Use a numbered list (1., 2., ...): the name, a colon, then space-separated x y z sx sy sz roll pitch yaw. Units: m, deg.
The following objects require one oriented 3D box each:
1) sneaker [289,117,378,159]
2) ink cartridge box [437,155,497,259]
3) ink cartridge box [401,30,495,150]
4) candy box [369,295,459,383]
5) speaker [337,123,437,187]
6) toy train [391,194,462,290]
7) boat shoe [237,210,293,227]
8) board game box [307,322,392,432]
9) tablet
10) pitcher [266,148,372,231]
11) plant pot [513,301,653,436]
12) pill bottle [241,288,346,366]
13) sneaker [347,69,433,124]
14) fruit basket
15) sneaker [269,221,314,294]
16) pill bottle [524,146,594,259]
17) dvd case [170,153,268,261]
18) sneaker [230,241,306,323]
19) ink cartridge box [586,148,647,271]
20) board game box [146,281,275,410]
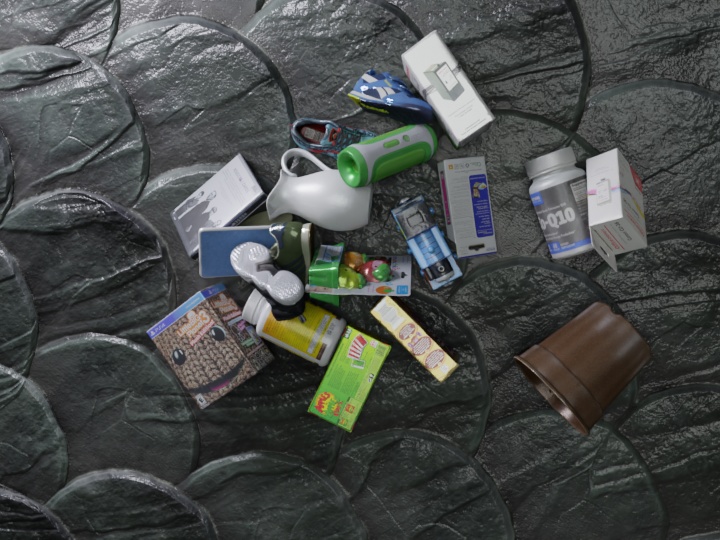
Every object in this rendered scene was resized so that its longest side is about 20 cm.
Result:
1. sneaker: -0.049 -0.259 1.387 0.200 0.096 0.079 11 95 4
2. ink cartridge box: 0.216 -0.127 1.385 0.095 0.037 0.200 -9 90 -21
3. ink cartridge box: 0.169 -0.346 1.338 0.084 0.146 0.200 -34 90 7
4. candy box: 0.109 0.129 1.385 0.200 0.117 0.056 43 96 2
5. speaker: 0.055 -0.227 1.340 0.200 0.088 0.089 -26 91 -31
6. toy train: 0.131 -0.056 1.373 0.087 0.114 0.200 -27 90 6
7. boat shoe: -0.227 -0.061 1.434 0.201 0.063 0.074 -30 50 -3
8. board game box: -0.022 0.223 1.436 0.101 0.048 0.200 25 95 3
9. tablet: -0.223 -0.039 1.385 0.200 0.014 0.130 -3 134 -15
10. pitcher: -0.075 -0.168 1.392 0.200 0.121 0.172 7 67 4
11. plant pot: 0.439 0.180 1.330 0.198 0.200 0.200 -41 89 -1
12. pill bottle: -0.137 0.108 1.409 0.200 0.109 0.109 26 95 3
13. sneaker: 0.065 -0.347 1.353 0.200 0.074 0.082 27 84 33
14. fruit basket: 0.000 0.000 1.356 0.200 0.185 0.094 -4 115 8
15. sneaker: -0.140 -0.028 1.376 0.090 0.200 0.067 7 52 1
16. pill bottle: 0.399 -0.132 1.346 0.114 0.114 0.200 -20 91 6
17. dvd case: -0.293 -0.132 1.409 0.200 0.025 0.150 -39 50 6
18. sneaker: -0.175 0.030 1.327 0.075 0.114 0.200 -38 53 -21
19. ink cartridge box: 0.482 -0.111 1.290 0.067 0.116 0.200 -18 52 39
20. board game box: -0.307 0.155 1.418 0.159 0.097 0.200 -36 90 18
